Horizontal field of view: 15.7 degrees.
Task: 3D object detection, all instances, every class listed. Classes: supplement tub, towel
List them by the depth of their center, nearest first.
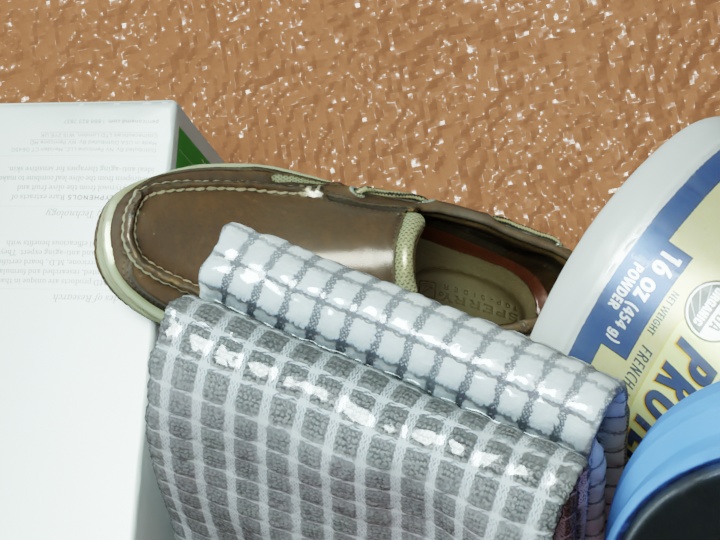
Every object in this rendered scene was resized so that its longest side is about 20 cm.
[{"bbox_3d":[0.008,0.090,0.964,0.165,0.201,0.086,20,55,16],"label":"towel"},{"bbox_3d":[0.175,0.051,0.970,0.200,0.144,0.145,36,84,20],"label":"supplement tub"}]

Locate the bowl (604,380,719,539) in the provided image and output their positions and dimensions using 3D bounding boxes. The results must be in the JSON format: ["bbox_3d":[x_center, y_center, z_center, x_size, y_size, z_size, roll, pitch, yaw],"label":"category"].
[{"bbox_3d":[0.172,0.124,0.887,0.200,0.201,0.039,20,41,17],"label":"bowl"}]

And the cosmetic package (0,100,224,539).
[{"bbox_3d":[-0.108,0.043,1.055,0.084,0.108,0.201,0,75,12],"label":"cosmetic package"}]

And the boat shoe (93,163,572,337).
[{"bbox_3d":[0.000,-0.006,1.007,0.201,0.075,0.075,8,74,-26],"label":"boat shoe"}]
